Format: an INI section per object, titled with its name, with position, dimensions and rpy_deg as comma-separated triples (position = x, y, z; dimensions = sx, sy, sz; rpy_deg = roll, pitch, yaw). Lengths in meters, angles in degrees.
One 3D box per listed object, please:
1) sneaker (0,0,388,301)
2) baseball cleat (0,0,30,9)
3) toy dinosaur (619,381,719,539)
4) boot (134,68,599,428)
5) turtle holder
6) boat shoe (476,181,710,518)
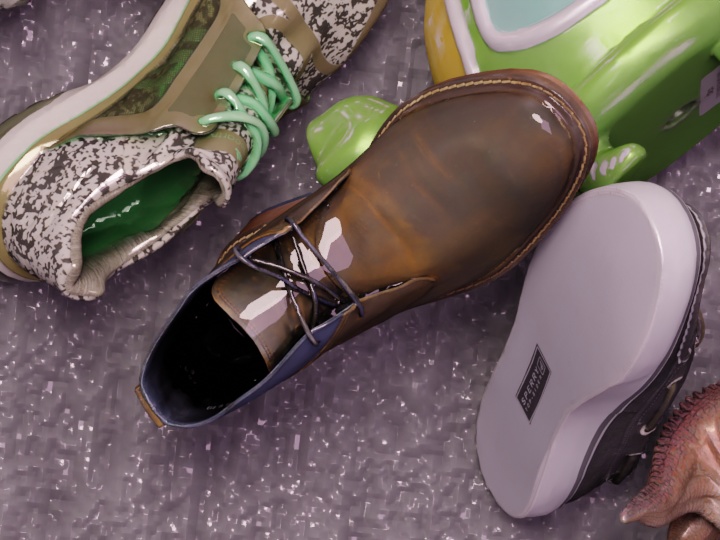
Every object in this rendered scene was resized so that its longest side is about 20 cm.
[sneaker]
position = -0.054, -0.053, 1.109
dimensions = 0.200, 0.089, 0.077
rpy_deg = -42, 130, -6
[baseball cleat]
position = -0.173, -0.125, 1.105
dimensions = 0.200, 0.070, 0.107
rpy_deg = -35, 96, -11
[toy dinosaur]
position = 0.175, 0.073, 1.153
dimensions = 0.199, 0.086, 0.137
rpy_deg = 9, 86, -25
[boot]
position = 0.000, 0.000, 1.062
dimensions = 0.075, 0.200, 0.097
rpy_deg = 50, 46, -7
[turtle holder]
position = 0.082, -0.083, 1.137
dimensions = 0.186, 0.141, 0.132
rpy_deg = -45, 74, 26
[boat shoe]
position = 0.094, 0.027, 1.104
dimensions = 0.056, 0.200, 0.069
rpy_deg = -12, 64, -22
